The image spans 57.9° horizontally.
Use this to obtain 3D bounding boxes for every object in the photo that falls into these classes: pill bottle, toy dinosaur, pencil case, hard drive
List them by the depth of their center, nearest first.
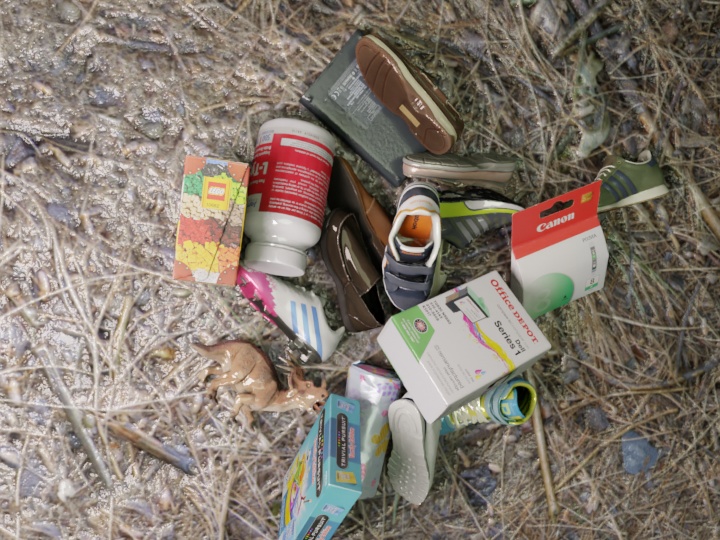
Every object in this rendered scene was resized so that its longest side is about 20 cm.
[{"bbox_3d":[-0.103,-0.099,0.906,0.112,0.112,0.201,12,77,-14],"label":"pill bottle"},{"bbox_3d":[-0.151,0.150,0.945,0.136,0.086,0.200,-45,98,-8],"label":"toy dinosaur"},{"bbox_3d":[0.002,0.242,0.988,0.083,0.091,0.201,14,91,-49],"label":"pencil case"},{"bbox_3d":[0.026,-0.244,0.990,0.200,0.033,0.140,40,83,-13],"label":"hard drive"}]

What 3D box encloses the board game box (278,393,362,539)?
[{"bbox_3d":[-0.059,0.295,0.897,0.047,0.151,0.200,18,122,-14],"label":"board game box"}]

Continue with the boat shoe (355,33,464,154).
[{"bbox_3d":[0.076,-0.266,0.957,0.202,0.075,0.075,51,58,-11],"label":"boat shoe"}]

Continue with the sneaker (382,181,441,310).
[{"bbox_3d":[0.069,-0.017,0.905,0.078,0.079,0.201,4,120,4],"label":"sneaker"}]

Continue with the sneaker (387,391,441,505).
[{"bbox_3d":[0.090,0.264,0.980,0.080,0.076,0.201,-32,132,-48],"label":"sneaker"}]

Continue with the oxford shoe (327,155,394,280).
[{"bbox_3d":[0.008,-0.087,0.987,0.071,0.071,0.201,-35,104,-35],"label":"oxford shoe"}]

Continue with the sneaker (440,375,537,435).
[{"bbox_3d":[0.179,0.211,1.006,0.199,0.131,0.080,-26,100,-10],"label":"sneaker"}]

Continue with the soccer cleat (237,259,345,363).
[{"bbox_3d":[-0.105,0.048,0.965,0.200,0.070,0.086,50,64,-13],"label":"soccer cleat"}]

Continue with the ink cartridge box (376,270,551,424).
[{"bbox_3d":[0.149,0.105,0.937,0.199,0.084,0.145,-22,67,-27],"label":"ink cartridge box"}]

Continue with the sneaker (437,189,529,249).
[{"bbox_3d":[0.163,-0.075,0.974,0.199,0.074,0.081,-1,114,-20],"label":"sneaker"}]

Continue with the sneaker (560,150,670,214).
[{"bbox_3d":[0.413,-0.145,1.082,0.199,0.067,0.090,-15,89,-13],"label":"sneaker"}]

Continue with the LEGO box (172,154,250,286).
[{"bbox_3d":[-0.199,-0.063,0.858,0.077,0.200,0.150,6,91,-15],"label":"LEGO box"}]

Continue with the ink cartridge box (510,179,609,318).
[{"bbox_3d":[0.313,-0.026,1.017,0.160,0.050,0.200,-21,136,-12],"label":"ink cartridge box"}]

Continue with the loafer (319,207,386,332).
[{"bbox_3d":[0.000,0.000,0.956,0.073,0.071,0.201,-45,128,-46],"label":"loafer"}]

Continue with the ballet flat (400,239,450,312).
[{"bbox_3d":[0.109,-0.015,1.012,0.069,0.069,0.201,7,91,-14],"label":"ballet flat"}]

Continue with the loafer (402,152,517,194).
[{"bbox_3d":[0.153,-0.144,1.000,0.199,0.072,0.063,-5,119,-26],"label":"loafer"}]
